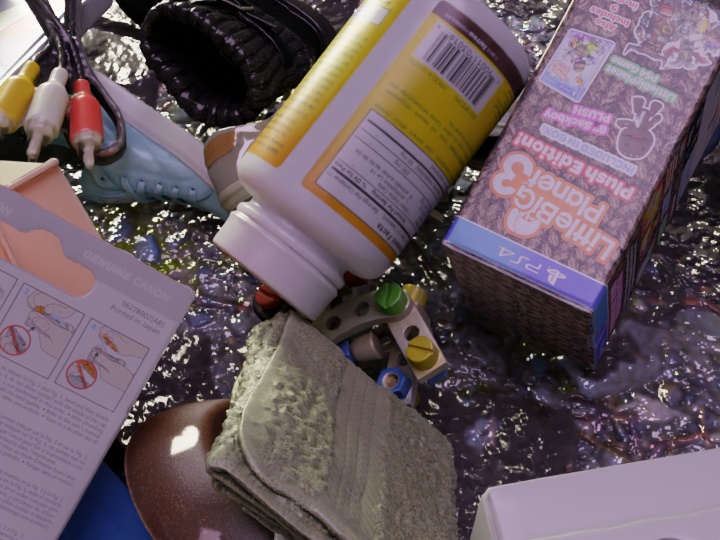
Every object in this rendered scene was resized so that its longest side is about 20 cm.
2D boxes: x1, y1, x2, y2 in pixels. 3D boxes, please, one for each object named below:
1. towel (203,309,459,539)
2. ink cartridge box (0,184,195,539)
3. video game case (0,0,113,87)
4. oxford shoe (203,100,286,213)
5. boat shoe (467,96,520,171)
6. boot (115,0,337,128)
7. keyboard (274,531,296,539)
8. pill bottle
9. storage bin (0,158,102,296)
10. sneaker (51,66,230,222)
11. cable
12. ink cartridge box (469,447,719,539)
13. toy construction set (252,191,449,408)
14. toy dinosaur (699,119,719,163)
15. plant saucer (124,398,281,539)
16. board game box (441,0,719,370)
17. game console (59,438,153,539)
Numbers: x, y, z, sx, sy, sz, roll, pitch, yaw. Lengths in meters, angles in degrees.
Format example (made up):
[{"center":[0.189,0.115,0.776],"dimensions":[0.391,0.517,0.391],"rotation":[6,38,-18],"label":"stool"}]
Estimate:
[{"center":[-0.006,0.098,0.638],"dimensions":[0.148,0.037,0.200],"rotation":[38,15,-9],"label":"towel"},{"center":[-0.200,0.058,0.599],"dimensions":[0.161,0.050,0.201],"rotation":[30,86,-19],"label":"ink cartridge box"},{"center":[-0.306,-0.149,0.898],"dimensions":[0.182,0.023,0.200],"rotation":[4,45,30],"label":"video game case"},{"center":[-0.034,-0.095,0.847],"dimensions":[0.200,0.075,0.058],"rotation":[-27,83,-48],"label":"oxford shoe"},{"center":[0.073,-0.093,0.850],"dimensions":[0.201,0.074,0.065],"rotation":[7,70,-44],"label":"boat shoe"},{"center":[-0.131,-0.185,0.903],"dimensions":[0.210,0.080,0.158],"rotation":[24,29,15],"label":"boot"},{"center":[-0.018,0.120,0.639],"dimensions":[0.056,0.011,0.200],"rotation":[36,16,-13],"label":"keyboard"},{"center":[0.003,-0.072,0.718],"dimensions":[0.109,0.109,0.200],"rotation":[36,86,23],"label":"pill bottle"},{"center":[-0.264,0.017,0.717],"dimensions":[0.198,0.094,0.200],"rotation":[-35,22,-23],"label":"storage bin"},{"center":[-0.155,-0.072,0.877],"dimensions":[0.200,0.074,0.082],"rotation":[35,90,16],"label":"sneaker"},{"center":[-0.200,-0.149,0.833],"dimensions":[0.097,0.050,0.201],"rotation":[12,60,-21],"label":"cable"},{"center":[0.135,0.200,0.588],"dimensions":[0.147,0.200,0.145],"rotation":[-9,54,-7],"label":"ink cartridge box"},{"center":[0.000,0.000,0.800],"dimensions":[0.131,0.092,0.201],"rotation":[-11,43,19],"label":"toy construction set"},{"center":[0.291,-0.093,0.847],"dimensions":[0.105,0.200,0.182],"rotation":[-7,84,-25],"label":"toy dinosaur"},{"center":[-0.031,0.130,0.659],"dimensions":[0.200,0.200,0.037],"rotation":[43,108,26],"label":"plant saucer"},{"center":[0.148,-0.060,0.766],"dimensions":[0.097,0.159,0.201],"rotation":[26,80,17],"label":"board game box"},{"center":[-0.182,0.180,0.648],"dimensions":[0.172,0.119,0.200],"rotation":[-35,61,-24],"label":"game console"}]
